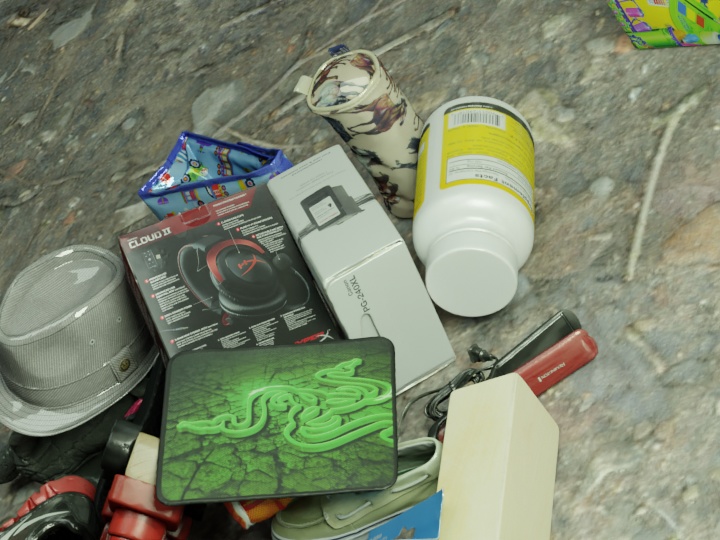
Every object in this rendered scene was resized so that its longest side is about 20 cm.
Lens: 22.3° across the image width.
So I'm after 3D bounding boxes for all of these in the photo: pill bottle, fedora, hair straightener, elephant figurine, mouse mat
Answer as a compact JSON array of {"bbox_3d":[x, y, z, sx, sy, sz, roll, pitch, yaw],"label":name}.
[{"bbox_3d":[0.103,-0.057,1.654,0.111,0.111,0.201,-22,36,24],"label":"pill bottle"},{"bbox_3d":[-0.278,0.049,1.706,0.199,0.091,0.177,-36,50,-18],"label":"fedora"},{"bbox_3d":[0.106,0.100,1.543,0.200,0.041,0.077,-40,33,8],"label":"hair straightener"},{"bbox_3d":[-0.286,0.160,1.791,0.141,0.155,0.201,38,89,17],"label":"elephant figurine"},{"bbox_3d":[-0.068,0.122,1.507,0.198,0.008,0.162,-4,47,3],"label":"mouse mat"}]

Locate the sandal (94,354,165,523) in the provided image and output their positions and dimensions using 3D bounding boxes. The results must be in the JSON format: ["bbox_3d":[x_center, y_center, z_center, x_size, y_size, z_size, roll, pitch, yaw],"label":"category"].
[{"bbox_3d":[-0.190,0.145,1.699,0.045,0.075,0.201,34,101,58],"label":"sandal"}]

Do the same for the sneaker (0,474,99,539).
[{"bbox_3d":[-0.323,0.280,1.712,0.200,0.071,0.098,-38,31,0],"label":"sneaker"}]

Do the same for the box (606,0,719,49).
[{"bbox_3d":[0.311,-0.320,1.680,0.192,0.200,0.122,4,51,45],"label":"box"}]

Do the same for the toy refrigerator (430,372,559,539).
[{"bbox_3d":[0.100,0.184,1.407,0.069,0.076,0.201,-19,39,28],"label":"toy refrigerator"}]

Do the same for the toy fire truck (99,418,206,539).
[{"bbox_3d":[-0.181,0.251,1.564,0.176,0.128,0.202,116,172,-74],"label":"toy fire truck"}]

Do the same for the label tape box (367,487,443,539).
[{"bbox_3d":[-0.012,0.260,1.365,0.143,0.066,0.201,-39,31,57],"label":"label tape box"}]

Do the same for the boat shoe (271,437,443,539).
[{"bbox_3d":[0.002,0.181,1.517,0.199,0.062,0.072,-22,37,26],"label":"boat shoe"}]

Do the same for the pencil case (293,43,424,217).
[{"bbox_3d":[0.020,-0.129,1.754,0.089,0.200,0.078,14,66,37],"label":"pencil case"}]

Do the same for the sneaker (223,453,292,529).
[{"bbox_3d":[-0.071,0.164,1.578,0.077,0.073,0.200,-29,14,8],"label":"sneaker"}]

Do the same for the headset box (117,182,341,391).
[{"bbox_3d":[-0.121,0.024,1.638,0.147,0.075,0.201,-21,62,-12],"label":"headset box"}]

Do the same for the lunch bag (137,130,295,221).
[{"bbox_3d":[-0.097,-0.056,1.812,0.199,0.151,0.094,3,52,46],"label":"lunch bag"}]

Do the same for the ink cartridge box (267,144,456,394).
[{"bbox_3d":[0.000,0.000,1.652,0.083,0.146,0.200,-28,34,-3],"label":"ink cartridge box"}]
